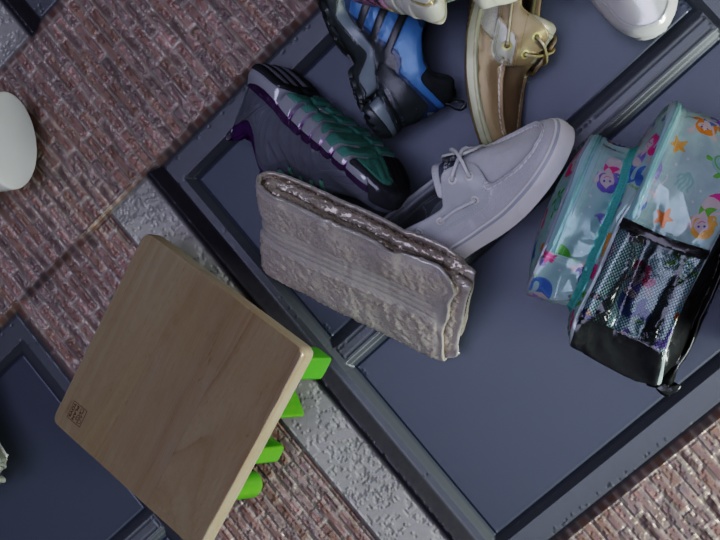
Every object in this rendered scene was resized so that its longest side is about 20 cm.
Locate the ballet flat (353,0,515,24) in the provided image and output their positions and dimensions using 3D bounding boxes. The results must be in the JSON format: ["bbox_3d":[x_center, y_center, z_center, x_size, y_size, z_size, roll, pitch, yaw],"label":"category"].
[{"bbox_3d":[0.079,-0.230,0.967,0.200,0.069,0.071,-13,62,16],"label":"ballet flat"}]

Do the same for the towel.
[{"bbox_3d":[0.000,0.000,1.050,0.200,0.133,0.035,25,57,15],"label":"towel"}]

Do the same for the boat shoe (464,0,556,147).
[{"bbox_3d":[0.125,-0.196,1.019,0.066,0.074,0.200,1,94,22],"label":"boat shoe"}]

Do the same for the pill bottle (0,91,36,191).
[{"bbox_3d":[-0.411,-0.109,1.159,0.200,0.120,0.120,-4,93,17],"label":"pill bottle"}]

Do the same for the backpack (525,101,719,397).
[{"bbox_3d":[0.216,-0.030,0.952,0.150,0.178,0.200,29,97,7],"label":"backpack"}]

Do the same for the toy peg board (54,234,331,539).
[{"bbox_3d":[-0.141,0.105,1.121,0.199,0.098,0.200,34,102,28],"label":"toy peg board"}]

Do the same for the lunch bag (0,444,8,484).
[{"bbox_3d":[-0.444,0.140,1.177,0.167,0.139,0.200,-24,89,0],"label":"lunch bag"}]

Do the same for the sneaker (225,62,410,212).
[{"bbox_3d":[-0.038,-0.092,1.067,0.200,0.074,0.088,46,117,34],"label":"sneaker"}]

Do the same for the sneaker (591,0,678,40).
[{"bbox_3d":[0.195,-0.278,0.979,0.078,0.099,0.200,-18,89,17],"label":"sneaker"}]

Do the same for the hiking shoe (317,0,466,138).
[{"bbox_3d":[0.015,-0.215,1.061,0.087,0.074,0.200,-21,92,-1],"label":"hiking shoe"}]

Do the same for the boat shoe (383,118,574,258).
[{"bbox_3d":[0.085,-0.065,1.014,0.068,0.072,0.200,33,135,-23],"label":"boat shoe"}]
